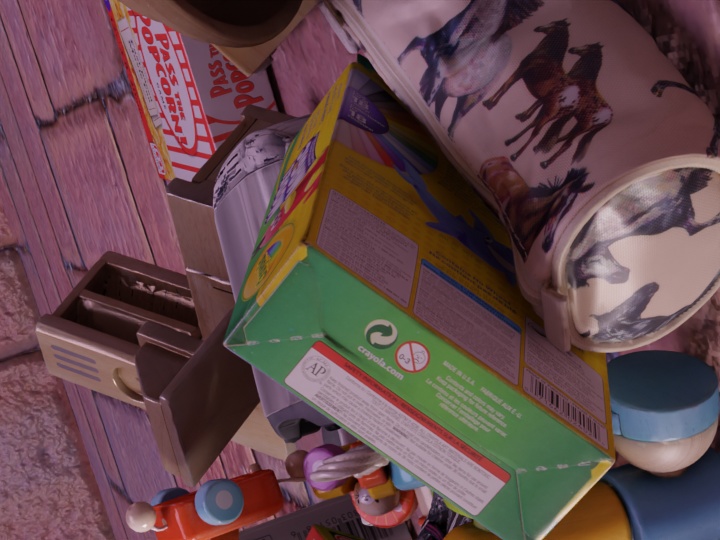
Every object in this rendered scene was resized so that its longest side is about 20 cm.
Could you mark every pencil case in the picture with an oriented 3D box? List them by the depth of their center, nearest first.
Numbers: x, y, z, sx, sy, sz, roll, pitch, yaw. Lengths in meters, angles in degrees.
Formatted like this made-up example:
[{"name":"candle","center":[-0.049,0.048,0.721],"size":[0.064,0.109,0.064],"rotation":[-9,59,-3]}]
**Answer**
[{"name":"pencil case","center":[0.050,-0.062,0.626],"size":[0.200,0.089,0.078],"rotation":[58,175,38]}]

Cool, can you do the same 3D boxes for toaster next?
[{"name":"toaster","center":[0.000,0.000,0.841],"size":[0.200,0.113,0.129],"rotation":[142,112,-76]}]

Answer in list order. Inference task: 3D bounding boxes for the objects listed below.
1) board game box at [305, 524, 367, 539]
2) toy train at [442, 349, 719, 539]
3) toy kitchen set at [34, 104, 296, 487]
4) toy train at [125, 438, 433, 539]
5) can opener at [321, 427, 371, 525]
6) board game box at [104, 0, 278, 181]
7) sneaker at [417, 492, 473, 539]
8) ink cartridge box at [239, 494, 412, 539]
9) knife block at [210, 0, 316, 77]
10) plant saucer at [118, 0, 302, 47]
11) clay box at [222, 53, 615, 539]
[{"name":"board game box","center":[0.009,0.212,0.905],"size":[0.102,0.048,0.200],"rotation":[-65,26,7]},{"name":"toy train","center":[0.043,0.106,0.655],"size":[0.085,0.200,0.116],"rotation":[-138,37,-61]},{"name":"toy kitchen set","center":[-0.127,0.021,1.057],"size":[0.180,0.163,0.200],"rotation":[17,140,24]},{"name":"toy train","center":[-0.013,0.113,0.909],"size":[0.200,0.150,0.056],"rotation":[-19,87,55]},{"name":"can opener","center":[-0.010,0.046,1.013],"size":[0.066,0.053,0.200],"rotation":[2,112,40]},{"name":"board game box","center":[-0.106,-0.129,1.168],"size":[0.200,0.046,0.152],"rotation":[-163,55,-71]},{"name":"sneaker","center":[0.024,0.150,0.757],"size":[0.081,0.074,0.200],"rotation":[-163,85,-83]},{"name":"ink cartridge box","center":[-0.056,0.216,1.199],"size":[0.200,0.162,0.050],"rotation":[95,153,-57]},{"name":"knife block","center":[-0.089,-0.165,0.809],"size":[0.176,0.064,0.200],"rotation":[43,-175,-7]},{"name":"plant saucer","center":[-0.076,-0.170,0.649],"size":[0.200,0.029,0.200],"rotation":[43,-141,-49]},{"name":"clay box","center":[0.025,-0.001,0.634],"size":[0.115,0.048,0.200],"rotation":[36,-159,-10]}]
